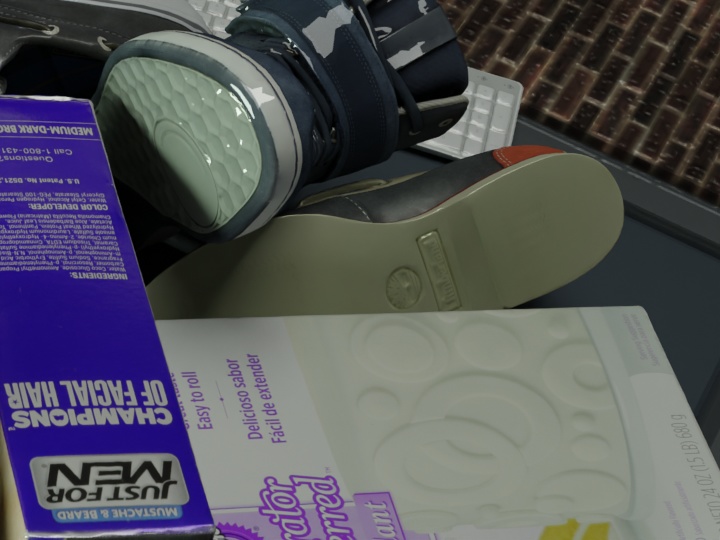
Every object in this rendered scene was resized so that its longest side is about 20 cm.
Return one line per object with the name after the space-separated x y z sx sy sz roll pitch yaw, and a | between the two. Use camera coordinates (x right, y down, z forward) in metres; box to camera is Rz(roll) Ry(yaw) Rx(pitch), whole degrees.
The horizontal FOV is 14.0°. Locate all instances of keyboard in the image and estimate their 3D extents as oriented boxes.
-0.031 -0.087 1.209 0.199 0.011 0.056 17 39 -2 | keyboard

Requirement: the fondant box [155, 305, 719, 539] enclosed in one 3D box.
0.021 0.082 0.981 0.199 0.058 0.145 -2 42 -18 | fondant box

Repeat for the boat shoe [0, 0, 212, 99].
-0.143 -0.073 1.110 0.199 0.070 0.066 6 39 -27 | boat shoe

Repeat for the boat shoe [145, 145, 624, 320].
0.000 0.000 1.081 0.199 0.071 0.063 -20 15 -21 | boat shoe

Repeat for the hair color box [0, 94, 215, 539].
-0.106 0.048 0.946 0.065 0.110 0.200 0 43 -22 | hair color box

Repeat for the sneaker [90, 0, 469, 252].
-0.018 -0.065 1.033 0.146 0.202 0.077 -24 95 -19 | sneaker
